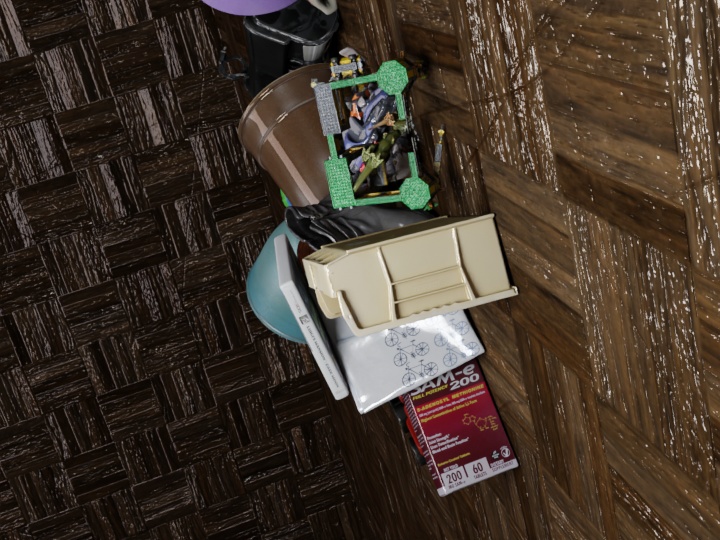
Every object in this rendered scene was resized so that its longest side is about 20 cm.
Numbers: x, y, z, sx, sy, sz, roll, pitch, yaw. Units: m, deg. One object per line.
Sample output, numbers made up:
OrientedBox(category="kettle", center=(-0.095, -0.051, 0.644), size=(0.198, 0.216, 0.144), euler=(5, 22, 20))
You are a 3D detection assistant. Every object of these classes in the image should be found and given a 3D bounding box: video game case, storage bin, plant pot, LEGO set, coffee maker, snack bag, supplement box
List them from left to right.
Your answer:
OrientedBox(category="coffee maker", center=(-0.132, -0.350, 1.532), size=(0.200, 0.191, 0.136), euler=(98, 168, -67))
OrientedBox(category="video game case", center=(-0.070, 0.059, 1.361), size=(0.200, 0.023, 0.183), euler=(-108, -6, -69))
OrientedBox(category="plant pot", center=(-0.068, -0.014, 1.599), size=(0.201, 0.199, 0.188), euler=(66, 148, 29))
OrientedBox(category="plant pot", center=(-0.051, -0.165, 1.461), size=(0.199, 0.199, 0.201), euler=(60, 167, 22))
OrientedBox(category="LEGO set", center=(0.028, -0.163, 1.158), size=(0.116, 0.153, 0.201), euler=(-41, -66, -62))
OrientedBox(category="snack bag", center=(0.044, 0.063, 1.311), size=(0.201, 0.188, 0.021), euler=(66, -169, 19))
OrientedBox(category="storage bin", center=(0.047, 0.002, 1.131), size=(0.200, 0.197, 0.094), euler=(-163, 59, -79))
OrientedBox(category="supplement box", center=(0.123, 0.189, 1.323), size=(0.061, 0.108, 0.201), euler=(100, 149, -74))

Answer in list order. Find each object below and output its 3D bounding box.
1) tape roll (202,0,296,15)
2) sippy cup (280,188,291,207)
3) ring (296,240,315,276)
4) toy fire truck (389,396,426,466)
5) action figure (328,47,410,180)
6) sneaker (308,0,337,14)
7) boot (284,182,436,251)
OrientedBox(category="tape roll", center=(-0.162, -0.476, 1.434), size=(0.085, 0.199, 0.201), euler=(88, 162, -60))
OrientedBox(category="sippy cup", center=(-0.055, -0.138, 1.710), size=(0.130, 0.139, 0.178), euler=(34, 158, 57))
OrientedBox(category="ring", center=(0.000, 0.000, 1.444), size=(0.201, 0.199, 0.019), euler=(62, 138, 48))
OrientedBox(category="toy fire truck", center=(0.098, 0.161, 1.459), size=(0.200, 0.128, 0.176), euler=(67, 177, -47))
OrientedBox(category="action figure", center=(0.024, -0.203, 1.284), size=(0.200, 0.104, 0.194), euler=(-53, 51, 38))
OrientedBox(category="sneaker", center=(-0.047, -0.424, 1.298), size=(0.090, 0.075, 0.200), euler=(52, 166, 11))
OrientedBox(category="boot", center=(0.007, -0.043, 1.270), size=(0.199, 0.131, 0.070), euler=(23, 123, 31))
